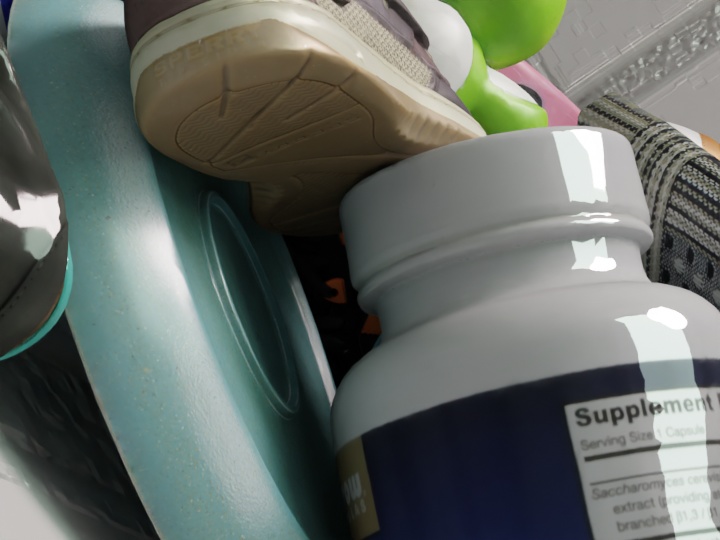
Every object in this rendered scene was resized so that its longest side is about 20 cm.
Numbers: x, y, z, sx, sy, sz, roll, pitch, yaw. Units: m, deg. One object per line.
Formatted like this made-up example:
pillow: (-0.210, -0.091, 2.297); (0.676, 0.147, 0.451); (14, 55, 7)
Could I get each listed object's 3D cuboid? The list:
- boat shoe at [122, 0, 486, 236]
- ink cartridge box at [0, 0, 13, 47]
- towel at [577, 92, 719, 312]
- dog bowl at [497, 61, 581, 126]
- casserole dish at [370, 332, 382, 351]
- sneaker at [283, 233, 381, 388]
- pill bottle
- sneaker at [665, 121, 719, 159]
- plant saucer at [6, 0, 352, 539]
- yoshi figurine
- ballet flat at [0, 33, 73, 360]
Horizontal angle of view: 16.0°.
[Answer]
boat shoe: (-0.013, -0.054, 0.682); (0.200, 0.072, 0.065); (25, 49, -71)
ink cartridge box: (-0.119, -0.099, 0.679); (0.099, 0.039, 0.200); (47, 23, -59)
towel: (0.098, 0.074, 0.729); (0.193, 0.034, 0.200); (43, -47, 48)
dog bowl: (0.011, -0.071, 1.038); (0.200, 0.074, 0.200); (35, 0, 0)
casserole dish: (0.056, 0.053, 0.851); (0.039, 0.121, 0.200); (36, 15, 37)
sneaker: (0.000, 0.000, 0.836); (0.070, 0.090, 0.200); (34, -11, 43)
pill bottle: (0.053, 0.069, 0.671); (0.111, 0.111, 0.200); (32, 45, -70)
sneaker: (0.117, 0.034, 1.096); (0.085, 0.200, 0.073); (9, 26, -11)
plant saucer: (-0.039, 0.012, 0.684); (0.200, 0.027, 0.200); (-21, 90, -83)
yoshi figurine: (-0.004, -0.118, 0.897); (0.200, 0.112, 0.112); (37, 22, -22)
ballet flat: (-0.119, -0.068, 0.568); (0.068, 0.068, 0.200); (27, 28, -55)
